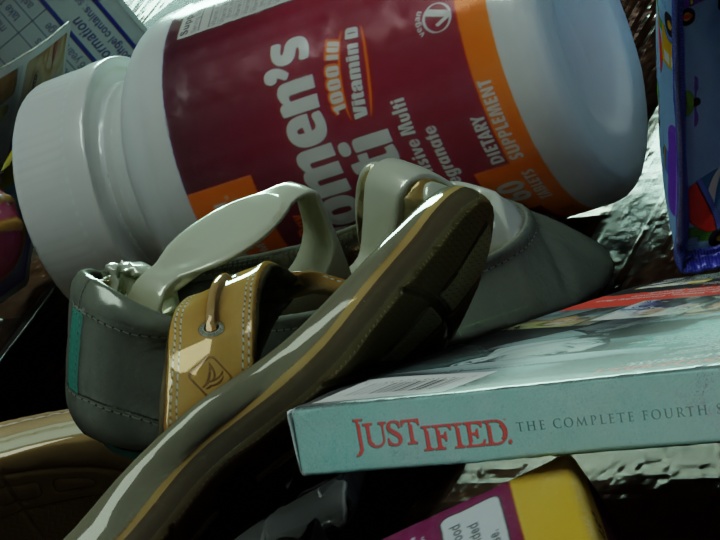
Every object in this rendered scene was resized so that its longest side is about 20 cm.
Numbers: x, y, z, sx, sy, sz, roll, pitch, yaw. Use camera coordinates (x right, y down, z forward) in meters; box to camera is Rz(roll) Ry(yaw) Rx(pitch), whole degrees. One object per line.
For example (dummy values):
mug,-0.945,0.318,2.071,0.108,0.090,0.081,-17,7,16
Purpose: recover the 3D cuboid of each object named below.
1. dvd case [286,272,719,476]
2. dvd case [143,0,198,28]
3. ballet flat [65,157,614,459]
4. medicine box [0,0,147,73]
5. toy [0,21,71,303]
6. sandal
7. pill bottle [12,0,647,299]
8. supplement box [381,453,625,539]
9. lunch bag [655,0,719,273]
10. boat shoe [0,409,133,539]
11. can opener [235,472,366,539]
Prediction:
dvd case,0.096,0.019,0.695,0.146,0.022,0.200,-8,4,34
dvd case,-0.061,-0.078,1.091,0.200,0.016,0.149,-40,31,-15
ballet flat,0.000,0.000,0.795,0.200,0.064,0.067,-19,26,-35
medicine box,-0.210,-0.090,1.049,0.200,0.182,0.103,-40,31,0
toy,-0.141,-0.001,0.925,0.047,0.115,0.200,20,29,12
sandal,-0.038,0.037,0.701,0.054,0.080,0.200,42,67,17
pill bottle,-0.012,-0.050,0.908,0.200,0.110,0.110,-17,32,23
supplement box,-0.010,0.151,0.606,0.200,0.103,0.131,-25,30,8
lunch bag,0.120,-0.127,0.796,0.094,0.200,0.151,-9,32,15
boat shoe,-0.150,0.082,0.869,0.200,0.074,0.069,-22,36,16
can opener,-0.017,0.078,0.789,0.053,0.067,0.200,-22,17,15
